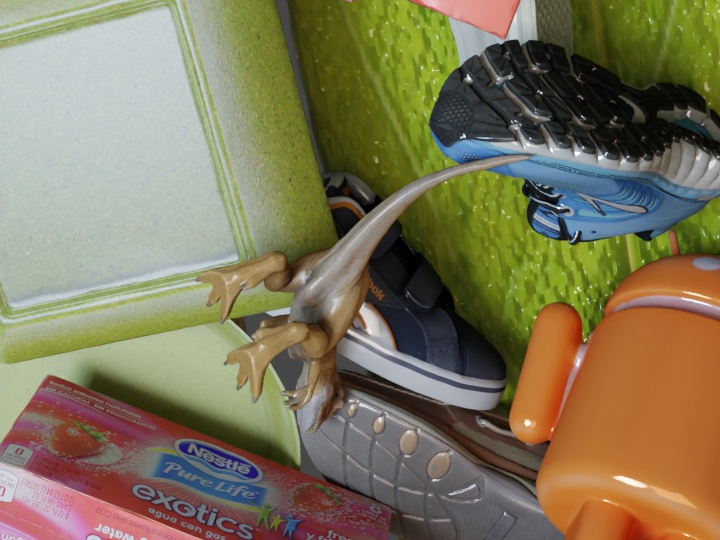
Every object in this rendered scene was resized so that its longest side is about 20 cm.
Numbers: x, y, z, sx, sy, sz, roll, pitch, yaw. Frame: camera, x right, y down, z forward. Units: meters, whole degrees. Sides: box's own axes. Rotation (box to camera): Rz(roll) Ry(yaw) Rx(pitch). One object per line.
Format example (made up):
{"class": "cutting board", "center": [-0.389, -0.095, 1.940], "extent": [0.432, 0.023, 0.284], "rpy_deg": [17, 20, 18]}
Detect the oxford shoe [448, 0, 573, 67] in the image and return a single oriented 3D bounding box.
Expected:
{"class": "oxford shoe", "center": [0.065, -0.175, 0.726], "extent": [0.057, 0.075, 0.202], "rpy_deg": [4, 109, 30]}

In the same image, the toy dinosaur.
{"class": "toy dinosaur", "center": [-0.015, 0.005, 0.688], "extent": [0.061, 0.106, 0.200], "rpy_deg": [54, 142, 21]}

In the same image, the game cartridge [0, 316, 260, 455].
{"class": "game cartridge", "center": [-0.141, 0.103, 0.846], "extent": [0.175, 0.032, 0.202], "rpy_deg": [-7, 106, 7]}

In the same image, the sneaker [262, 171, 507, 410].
{"class": "sneaker", "center": [0.000, 0.000, 0.779], "extent": [0.199, 0.078, 0.080], "rpy_deg": [27, 102, -9]}

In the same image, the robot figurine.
{"class": "robot figurine", "center": [0.158, 0.075, 0.745], "extent": [0.143, 0.201, 0.117], "rpy_deg": [2, 145, 41]}

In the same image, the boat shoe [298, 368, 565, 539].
{"class": "boat shoe", "center": [0.057, 0.108, 0.812], "extent": [0.199, 0.072, 0.076], "rpy_deg": [31, 124, -10]}

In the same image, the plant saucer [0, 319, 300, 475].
{"class": "plant saucer", "center": [-0.129, 0.092, 0.812], "extent": [0.198, 0.031, 0.202], "rpy_deg": [1, 108, 5]}

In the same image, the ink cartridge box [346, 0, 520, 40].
{"class": "ink cartridge box", "center": [-0.014, -0.176, 0.620], "extent": [0.199, 0.050, 0.110], "rpy_deg": [21, 109, 1]}

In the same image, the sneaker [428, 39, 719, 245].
{"class": "sneaker", "center": [0.106, -0.045, 0.717], "extent": [0.199, 0.079, 0.090], "rpy_deg": [9, 131, -41]}

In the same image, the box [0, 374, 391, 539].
{"class": "box", "center": [-0.094, 0.148, 0.760], "extent": [0.199, 0.095, 0.103], "rpy_deg": [21, 112, -2]}

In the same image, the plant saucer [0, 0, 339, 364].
{"class": "plant saucer", "center": [-0.126, -0.056, 0.717], "extent": [0.198, 0.048, 0.201], "rpy_deg": [-12, 105, 12]}
